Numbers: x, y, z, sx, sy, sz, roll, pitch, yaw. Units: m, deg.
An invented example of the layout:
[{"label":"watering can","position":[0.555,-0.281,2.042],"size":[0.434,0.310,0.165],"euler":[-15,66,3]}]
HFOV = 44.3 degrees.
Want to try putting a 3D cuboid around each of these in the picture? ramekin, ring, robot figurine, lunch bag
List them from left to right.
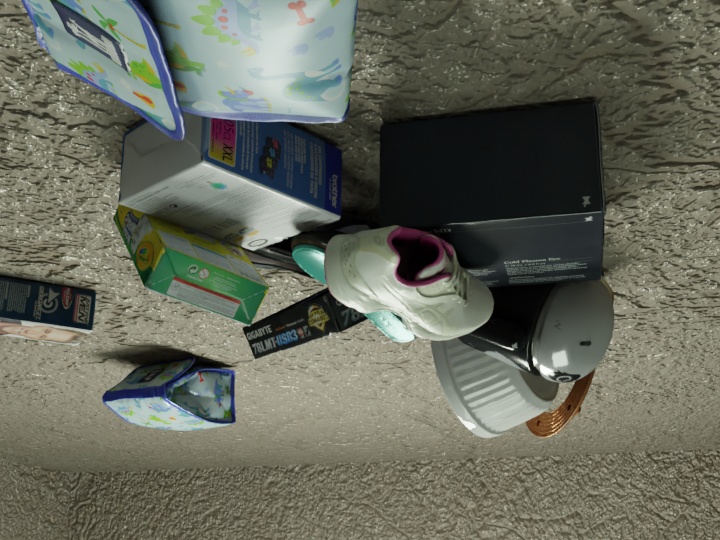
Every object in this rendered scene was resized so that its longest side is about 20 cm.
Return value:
[{"label":"lunch bag","position":[-0.356,0.235,1.659],"size":[0.167,0.131,0.198],"euler":[-11,167,31]},{"label":"lunch bag","position":[-0.099,-0.164,0.502],"size":[0.195,0.131,0.170],"euler":[2,163,-3]},{"label":"ramekin","position":[0.190,0.115,1.210],"size":[0.104,0.205,0.199],"euler":[-24,151,30]},{"label":"robot figurine","position":[0.178,0.044,0.965],"size":[0.197,0.151,0.126],"euler":[22,153,36]},{"label":"ring","position":[0.285,0.138,1.248],"size":[0.019,0.205,0.200],"euler":[18,157,-12]}]

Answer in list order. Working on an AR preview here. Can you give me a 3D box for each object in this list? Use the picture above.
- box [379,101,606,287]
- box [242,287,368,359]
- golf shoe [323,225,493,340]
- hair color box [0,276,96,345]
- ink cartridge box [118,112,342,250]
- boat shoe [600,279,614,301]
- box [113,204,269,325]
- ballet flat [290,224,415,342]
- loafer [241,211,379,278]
[{"label":"box","position":[0.130,-0.061,0.841],"size":[0.195,0.107,0.182],"euler":[-4,161,13]},{"label":"box","position":[-0.014,0.036,1.055],"size":[0.198,0.051,0.197],"euler":[-25,-179,-36]},{"label":"golf shoe","position":[0.062,0.011,0.785],"size":[0.197,0.077,0.091],"euler":[16,153,-39]},{"label":"hair color box","position":[-0.487,0.056,1.260],"size":[0.196,0.062,0.100],"euler":[11,159,-28]},{"label":"ink cartridge box","position":[-0.108,-0.083,0.831],"size":[0.135,0.078,0.198],"euler":[-15,154,41]},{"label":"boat shoe","position":[0.265,0.012,1.098],"size":[0.198,0.074,0.064],"euler":[25,151,-38]},{"label":"box","position":[-0.175,-0.025,0.875],"size":[0.116,0.049,0.200],"euler":[24,-166,-32]},{"label":"ballet flat","position":[0.000,0.000,0.903],"size":[0.067,0.070,0.200],"euler":[-6,146,36]},{"label":"loafer","position":[-0.063,-0.034,0.983],"size":[0.195,0.074,0.063],"euler":[2,158,5]}]
